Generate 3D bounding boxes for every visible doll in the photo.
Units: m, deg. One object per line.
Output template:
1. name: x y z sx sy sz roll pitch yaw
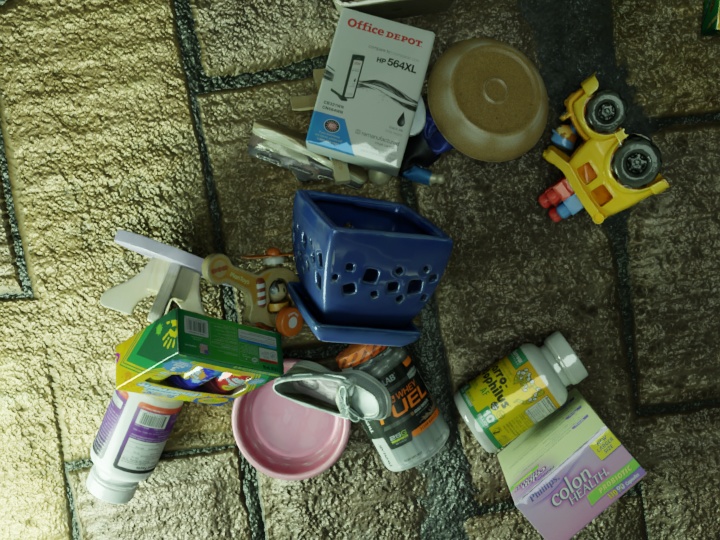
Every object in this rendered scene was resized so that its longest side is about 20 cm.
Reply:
1. doll: 0.098 -0.196 1.244 0.198 0.048 0.138 -31 82 8

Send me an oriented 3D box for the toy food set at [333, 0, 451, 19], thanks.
1. toy food set: 0.051 -0.418 1.174 0.196 0.144 0.062 -7 97 4

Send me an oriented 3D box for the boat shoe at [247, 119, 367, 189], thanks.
1. boat shoe: -0.086 -0.172 1.252 0.197 0.072 0.066 24 113 -6

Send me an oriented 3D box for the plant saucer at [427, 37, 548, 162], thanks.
1. plant saucer: 0.200 -0.267 1.201 0.196 0.035 0.204 2 78 -10

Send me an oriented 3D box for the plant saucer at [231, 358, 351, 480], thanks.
1. plant saucer: -0.112 0.243 1.311 0.196 0.051 0.205 0 96 4

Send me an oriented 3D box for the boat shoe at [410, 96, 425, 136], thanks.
1. boat shoe: 0.034 -0.293 1.225 0.068 0.057 0.201 -35 88 -1

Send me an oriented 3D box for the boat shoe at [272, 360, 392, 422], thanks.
1. boat shoe: -0.042 0.188 1.197 0.199 0.064 0.076 14 116 35

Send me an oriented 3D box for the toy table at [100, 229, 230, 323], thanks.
1. toy table: -0.304 0.027 1.243 0.197 0.184 0.119 19 82 2

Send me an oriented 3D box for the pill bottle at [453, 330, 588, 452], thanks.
1. pill bottle: 0.256 0.188 1.253 0.199 0.113 0.114 -36 94 7

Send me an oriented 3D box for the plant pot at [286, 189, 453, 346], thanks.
1. plant pot: 0.000 0.000 1.182 0.196 0.200 0.183 5 107 -23

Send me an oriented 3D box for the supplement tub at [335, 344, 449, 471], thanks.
1. supplement tub: 0.048 0.204 1.261 0.121 0.123 0.202 -29 95 6

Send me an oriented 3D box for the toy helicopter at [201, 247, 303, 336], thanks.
1. toy helicopter: -0.162 0.014 1.235 0.078 0.199 0.134 10 78 45

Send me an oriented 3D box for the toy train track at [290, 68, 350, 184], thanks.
1. toy train track: -0.046 -0.220 1.226 0.112 0.033 0.203 -7 68 -11

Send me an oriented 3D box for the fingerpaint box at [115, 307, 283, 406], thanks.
1. fingerpaint box: -0.244 0.139 1.204 0.166 0.198 0.075 -28 58 35

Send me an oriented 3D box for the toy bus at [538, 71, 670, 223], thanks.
1. toy bus: 0.345 -0.170 1.208 0.191 0.136 0.202 -33 92 22

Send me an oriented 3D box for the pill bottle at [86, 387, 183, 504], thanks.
1. pill bottle: -0.374 0.273 1.298 0.110 0.111 0.203 25 98 0

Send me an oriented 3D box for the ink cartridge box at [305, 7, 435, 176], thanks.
1. ink cartridge box: 0.014 -0.258 1.152 0.143 0.084 0.204 15 88 0

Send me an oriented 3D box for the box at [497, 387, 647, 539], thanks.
1. box: 0.317 0.298 1.220 0.176 0.200 0.097 -43 93 6

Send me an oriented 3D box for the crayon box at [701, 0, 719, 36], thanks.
1. crayon box: 0.625 -0.414 1.186 0.196 0.058 0.121 3 97 3
